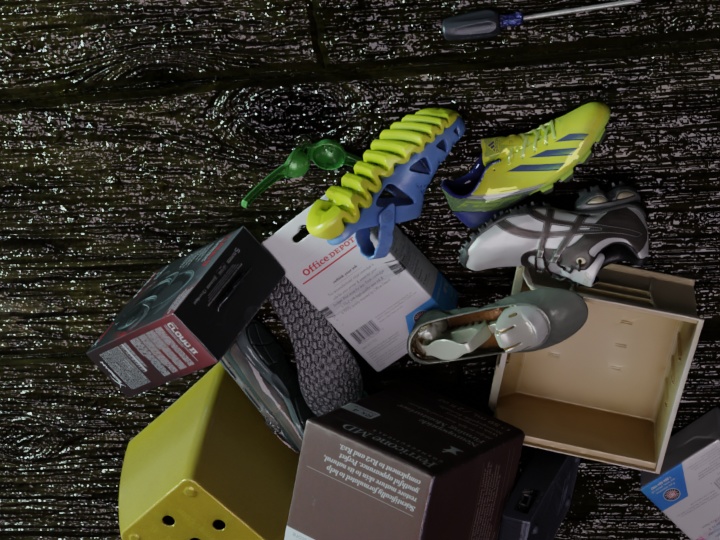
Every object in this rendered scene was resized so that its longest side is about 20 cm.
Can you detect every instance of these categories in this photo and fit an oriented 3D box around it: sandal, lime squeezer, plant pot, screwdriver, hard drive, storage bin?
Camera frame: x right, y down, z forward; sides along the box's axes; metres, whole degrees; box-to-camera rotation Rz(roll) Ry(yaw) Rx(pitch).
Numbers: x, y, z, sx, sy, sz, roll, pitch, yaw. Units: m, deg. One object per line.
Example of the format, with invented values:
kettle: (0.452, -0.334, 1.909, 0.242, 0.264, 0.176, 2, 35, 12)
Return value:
sandal: (-0.046, 0.079, 1.659, 0.075, 0.048, 0.201, -18, 97, 16)
sandal: (0.036, -0.087, 1.505, 0.200, 0.079, 0.087, -44, 117, -6)
lime squeezer: (-0.048, -0.104, 1.534, 0.200, 0.071, 0.038, -11, 156, -28)
plant pot: (-0.171, 0.268, 1.714, 0.200, 0.176, 0.200, 42, 117, -13)
screwdriver: (0.178, -0.256, 1.441, 0.200, 0.028, 0.029, -9, 145, 19)
hard drive: (0.200, 0.270, 1.635, 0.042, 0.200, 0.135, 18, 122, 19)
storage bin: (0.252, 0.096, 1.585, 0.198, 0.094, 0.200, 11, 120, 5)

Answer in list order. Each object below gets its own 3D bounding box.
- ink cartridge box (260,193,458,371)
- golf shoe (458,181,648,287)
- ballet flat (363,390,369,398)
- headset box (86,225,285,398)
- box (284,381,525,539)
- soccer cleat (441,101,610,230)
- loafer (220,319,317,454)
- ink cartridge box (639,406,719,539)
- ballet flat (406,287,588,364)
ink cartridge box: (0.000, 0.000, 1.596, 0.116, 0.068, 0.200, -35, 107, 25)
golf shoe: (0.202, -0.023, 1.496, 0.200, 0.095, 0.078, -17, 157, 3)
ballet flat: (0.035, 0.219, 1.707, 0.070, 0.067, 0.200, -29, 108, 32)
headset box: (-0.185, 0.044, 1.574, 0.077, 0.149, 0.200, 48, 140, -16)
box: (0.049, 0.239, 1.556, 0.166, 0.200, 0.165, 21, 109, 30)
soccer cleat: (0.169, -0.117, 1.501, 0.200, 0.065, 0.084, -38, 104, 26)
loafer: (-0.098, 0.150, 1.700, 0.063, 0.072, 0.200, -27, 101, 27)
ink cartridge box: (0.429, 0.267, 1.658, 0.200, 0.067, 0.116, 44, 118, -13)
ballet flat: (0.139, 0.066, 1.509, 0.200, 0.064, 0.068, -11, 110, 29)
